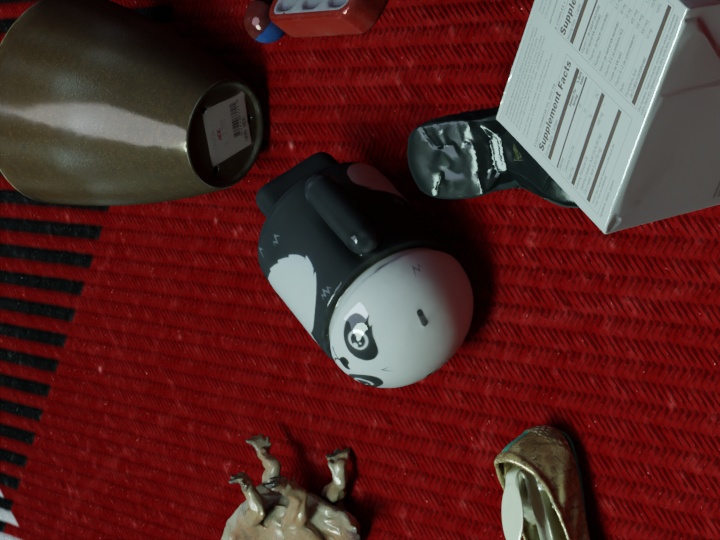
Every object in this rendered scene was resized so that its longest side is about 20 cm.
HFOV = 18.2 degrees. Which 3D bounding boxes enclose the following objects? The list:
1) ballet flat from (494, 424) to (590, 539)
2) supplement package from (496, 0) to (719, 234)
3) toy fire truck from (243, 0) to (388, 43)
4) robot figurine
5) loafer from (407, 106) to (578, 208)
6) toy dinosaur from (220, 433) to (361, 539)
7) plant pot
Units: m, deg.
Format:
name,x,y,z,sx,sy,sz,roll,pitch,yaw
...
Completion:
name,x,y,z,sx,sy,sz,roll,pitch,yaw
ballet flat,0.138,0.214,1.616,0.070,0.065,0.201,-25,80,57
supplement package,0.201,-0.130,1.267,0.111,0.199,0.156,51,139,35
toy fire truck,-0.020,-0.238,1.580,0.200,0.112,0.169,6,65,57
robot figurine,-0.002,0.000,1.696,0.125,0.150,0.200,-56,51,20
loafer,0.130,-0.086,1.516,0.199,0.072,0.073,6,112,34
toy dinosaur,-0.054,0.222,1.909,0.199,0.086,0.136,3,115,40
plant pot,-0.184,-0.133,1.910,0.199,0.186,0.188,14,114,39
